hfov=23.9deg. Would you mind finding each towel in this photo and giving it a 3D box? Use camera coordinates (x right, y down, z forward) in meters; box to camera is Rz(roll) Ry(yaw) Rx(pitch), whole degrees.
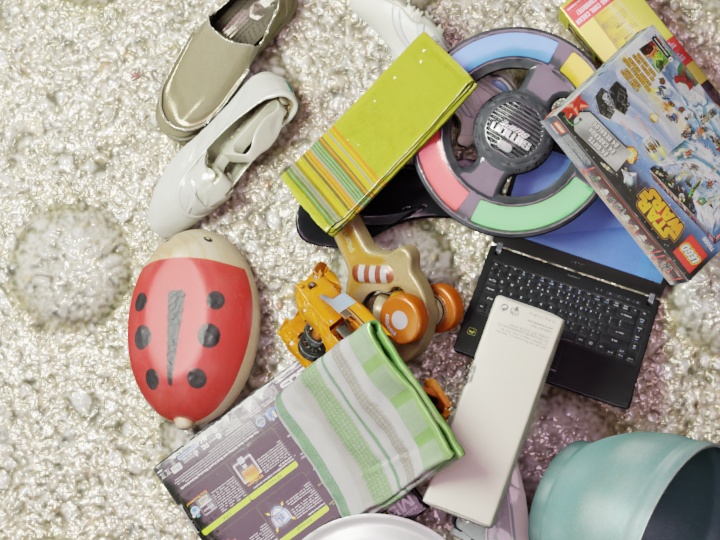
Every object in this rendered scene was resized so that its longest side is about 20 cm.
[{"bbox_3d":[0.015,-0.130,1.609,0.200,0.018,0.086,-46,64,6],"label":"towel"},{"bbox_3d":[0.001,0.142,1.543,0.031,0.200,0.150,-32,84,-36],"label":"towel"}]

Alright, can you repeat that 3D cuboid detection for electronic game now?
[{"bbox_3d":[0.145,-0.131,1.610,0.198,0.042,0.202,0,86,4],"label":"electronic game"}]

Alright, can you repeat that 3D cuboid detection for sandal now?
[{"bbox_3d":[0.030,-0.074,1.676,0.199,0.043,0.077,-13,83,4],"label":"sandal"}]

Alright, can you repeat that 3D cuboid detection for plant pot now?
[{"bbox_3d":[0.239,0.232,1.563,0.134,0.200,0.202,20,85,35],"label":"plant pot"}]

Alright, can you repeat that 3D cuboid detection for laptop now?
[{"bbox_3d":[0.204,0.000,1.617,0.176,0.104,0.201,18,59,8],"label":"laptop"}]

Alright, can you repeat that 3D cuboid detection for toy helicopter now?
[{"bbox_3d":[0.000,0.000,1.637,0.132,0.079,0.201,-33,79,36],"label":"toy helicopter"}]

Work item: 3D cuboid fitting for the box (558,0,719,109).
[{"bbox_3d":[0.281,-0.197,1.662,0.075,0.050,0.201,-37,81,1],"label":"box"}]

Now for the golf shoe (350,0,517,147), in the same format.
[{"bbox_3d":[0.055,-0.202,1.675,0.200,0.078,0.097,37,94,9],"label":"golf shoe"}]

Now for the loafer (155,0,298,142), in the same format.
[{"bbox_3d":[-0.139,-0.219,1.696,0.075,0.068,0.201,34,88,8],"label":"loafer"}]

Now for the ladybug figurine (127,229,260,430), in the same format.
[{"bbox_3d":[-0.167,0.053,1.655,0.135,0.072,0.202,-5,75,14],"label":"ladybug figurine"}]

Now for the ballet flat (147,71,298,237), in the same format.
[{"bbox_3d":[-0.134,-0.110,1.678,0.069,0.069,0.200,39,86,8],"label":"ballet flat"}]

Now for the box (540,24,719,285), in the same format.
[{"bbox_3d":[0.280,-0.106,1.583,0.137,0.040,0.200,-41,97,-17],"label":"box"}]

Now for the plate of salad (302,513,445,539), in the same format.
[{"bbox_3d":[0.015,0.320,1.609,0.198,0.048,0.202,1,104,4],"label":"plate of salad"}]

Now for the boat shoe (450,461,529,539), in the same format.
[{"bbox_3d":[0.121,0.245,1.617,0.071,0.070,0.203,-6,87,-5],"label":"boat shoe"}]

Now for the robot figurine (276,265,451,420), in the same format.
[{"bbox_3d":[0.008,0.097,1.583,0.058,0.145,0.200,-37,76,-29],"label":"robot figurine"}]

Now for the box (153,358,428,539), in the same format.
[{"bbox_3d":[-0.067,0.211,1.655,0.200,0.048,0.194,-37,84,0],"label":"box"}]

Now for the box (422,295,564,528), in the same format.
[{"bbox_3d":[0.123,0.131,1.560,0.068,0.082,0.201,20,82,9],"label":"box"}]
